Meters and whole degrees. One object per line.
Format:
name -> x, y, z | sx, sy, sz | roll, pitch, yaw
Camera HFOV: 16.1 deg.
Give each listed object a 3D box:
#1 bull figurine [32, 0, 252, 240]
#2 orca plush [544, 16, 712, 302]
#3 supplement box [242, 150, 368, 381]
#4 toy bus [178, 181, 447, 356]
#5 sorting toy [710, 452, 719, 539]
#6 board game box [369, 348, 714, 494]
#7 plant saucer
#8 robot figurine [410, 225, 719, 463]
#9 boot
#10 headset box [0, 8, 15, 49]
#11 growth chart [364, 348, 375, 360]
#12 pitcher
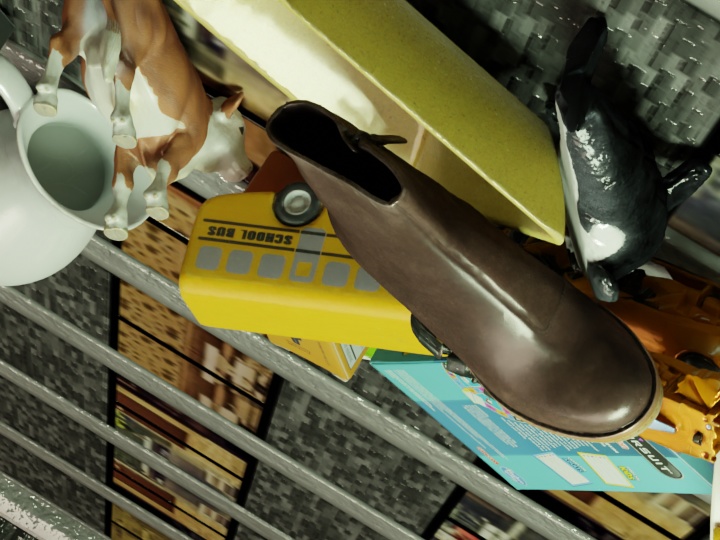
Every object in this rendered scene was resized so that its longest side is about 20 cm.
bull figurine -> -0.125, -0.095, 1.483 | 0.065, 0.122, 0.200 | -3, 143, 23
orca plush -> 0.134, -0.056, 1.254 | 0.200, 0.071, 0.105 | 73, -178, -52
supplement box -> -0.033, 0.001, 1.666 | 0.066, 0.069, 0.200 | 27, 161, 18
toy bus -> 0.000, 0.000, 1.506 | 0.199, 0.078, 0.065 | 7, 155, 18
sorting toy -> 0.304, 0.161, 1.509 | 0.179, 0.107, 0.200 | 6, 156, 17
board game box -> 0.123, 0.081, 1.611 | 0.151, 0.047, 0.200 | 41, 155, -27
plant saucer -> 0.006, -0.102, 1.288 | 0.200, 0.049, 0.200 | 39, 172, -23
robot figurine -> 0.128, 0.028, 1.370 | 0.200, 0.145, 0.058 | 24, 128, 26
boot -> 0.049, 0.003, 1.259 | 0.200, 0.072, 0.166 | 37, 178, 33
headset box -> -0.329, -0.189, 1.636 | 0.200, 0.077, 0.149 | 21, 160, 37
growth chart -> 0.048, 0.070, 1.803 | 0.200, 0.018, 0.145 | 23, 162, 31
pitcher -> -0.244, -0.076, 1.758 | 0.172, 0.121, 0.200 | 46, 150, -14
